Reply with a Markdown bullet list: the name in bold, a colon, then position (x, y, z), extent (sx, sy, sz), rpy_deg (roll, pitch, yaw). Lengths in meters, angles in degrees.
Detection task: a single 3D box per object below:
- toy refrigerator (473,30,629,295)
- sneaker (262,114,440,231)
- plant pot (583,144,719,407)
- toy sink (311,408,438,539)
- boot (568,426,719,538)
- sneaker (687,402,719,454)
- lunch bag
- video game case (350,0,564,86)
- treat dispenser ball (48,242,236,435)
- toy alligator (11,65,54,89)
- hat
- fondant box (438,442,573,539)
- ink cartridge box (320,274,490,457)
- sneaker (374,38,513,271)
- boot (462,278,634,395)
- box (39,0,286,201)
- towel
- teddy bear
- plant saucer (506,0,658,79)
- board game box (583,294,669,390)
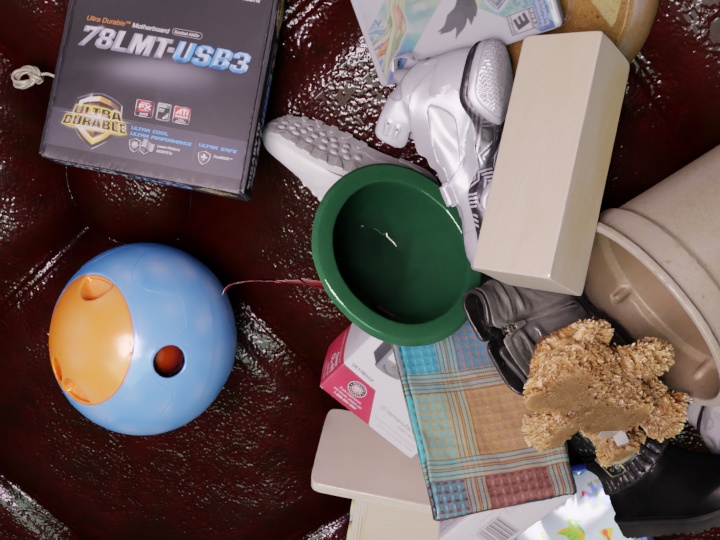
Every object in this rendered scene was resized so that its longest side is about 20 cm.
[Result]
- **toy refrigerator**: position (0.163, -0.088, 0.696), extent (0.075, 0.069, 0.205), rpy_deg (8, 81, 41)
- **sneaker**: position (-0.016, -0.087, 0.841), extent (0.197, 0.077, 0.081), rpy_deg (27, 129, -4)
- **plant pot**: position (0.315, -0.018, 0.742), extent (0.182, 0.200, 0.202), rpy_deg (-38, 110, -5)
- **toy sink**: position (0.041, 0.267, 0.994), extent (0.195, 0.131, 0.114), rpy_deg (9, 121, 3)
- **boot**: position (0.300, 0.179, 0.839), extent (0.210, 0.079, 0.160), rpy_deg (-35, 80, 49)
- **sneaker**: position (0.391, 0.143, 0.836), extent (0.074, 0.117, 0.202), rpy_deg (-20, 138, -1)
- **lunch bag**: position (0.263, 0.324, 0.987), extent (0.166, 0.128, 0.204), rpy_deg (-16, 106, 19)
- **video game case**: position (0.062, -0.281, 0.713), extent (0.179, 0.022, 0.204), rpy_deg (-11, 112, 30)
- **treat dispenser ball**: position (-0.232, 0.073, 0.891), extent (0.195, 0.202, 0.205), rpy_deg (4, 120, 7)
- **toy alligator**: position (-0.250, -0.188, 0.836), extent (0.195, 0.061, 0.054), rpy_deg (-1, 161, 10)
- **hat**: position (0.000, 0.000, 0.829), extent (0.199, 0.167, 0.176), rpy_deg (38, 154, -6)
- **fondant box**: position (0.151, 0.189, 0.888), extent (0.058, 0.202, 0.144), rpy_deg (35, 120, -15)
- **ink cartridge box**: position (0.071, 0.090, 0.915), extent (0.147, 0.086, 0.200), rpy_deg (39, 120, -12)
- **sneaker**: position (0.079, -0.102, 0.749), extent (0.112, 0.075, 0.205), rpy_deg (5, 107, 26)
- **boot**: position (0.179, 0.078, 0.774), extent (0.202, 0.130, 0.067), rpy_deg (54, 146, -2)
- **box**: position (-0.180, -0.184, 0.771), extent (0.195, 0.050, 0.204), rpy_deg (11, 88, 3)
- **towel**: position (0.112, 0.119, 0.777), extent (0.143, 0.204, 0.022), rpy_deg (-7, 155, -11)
- **teddy bear**: position (0.207, 0.106, 0.716), extent (0.196, 0.068, 0.146), rpy_deg (18, 129, -27)
- **plant saucer**: position (0.169, -0.240, 0.740), extent (0.195, 0.036, 0.204), rpy_deg (4, 120, 7)
- **board game box**: position (0.282, 0.048, 0.882), extent (0.125, 0.035, 0.201), rpy_deg (-34, 108, 24)
